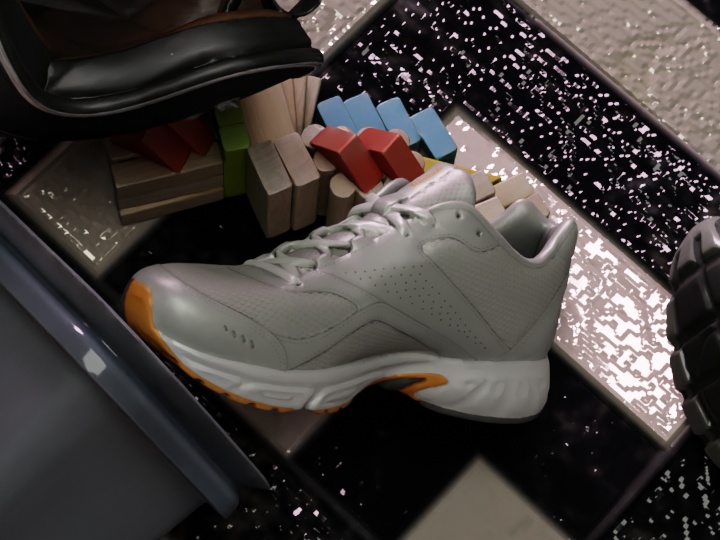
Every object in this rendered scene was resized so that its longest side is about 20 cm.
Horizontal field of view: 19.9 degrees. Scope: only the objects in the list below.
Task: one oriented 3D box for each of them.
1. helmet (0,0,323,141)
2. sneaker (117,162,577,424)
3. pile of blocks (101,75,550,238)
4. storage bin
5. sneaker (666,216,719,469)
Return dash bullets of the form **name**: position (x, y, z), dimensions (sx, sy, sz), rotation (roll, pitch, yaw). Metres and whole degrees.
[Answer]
- **helmet**: position (-0.115, -0.139, 0.765), dimensions (0.189, 0.200, 0.202), rotation (-4, 68, -16)
- **sneaker**: position (0.000, 0.000, 0.771), dimensions (0.199, 0.093, 0.076), rotation (5, 19, -41)
- **pile of blocks**: position (-0.016, -0.055, 0.849), dimensions (0.198, 0.062, 0.083), rotation (10, 68, 0)
- **storage bin**: position (-0.149, 0.054, 0.758), dimensions (0.134, 0.146, 0.200), rotation (-44, 51, -7)
- **sneaker**: position (0.187, 0.069, 0.817), dimensions (0.079, 0.075, 0.202), rotation (-18, 78, -22)
